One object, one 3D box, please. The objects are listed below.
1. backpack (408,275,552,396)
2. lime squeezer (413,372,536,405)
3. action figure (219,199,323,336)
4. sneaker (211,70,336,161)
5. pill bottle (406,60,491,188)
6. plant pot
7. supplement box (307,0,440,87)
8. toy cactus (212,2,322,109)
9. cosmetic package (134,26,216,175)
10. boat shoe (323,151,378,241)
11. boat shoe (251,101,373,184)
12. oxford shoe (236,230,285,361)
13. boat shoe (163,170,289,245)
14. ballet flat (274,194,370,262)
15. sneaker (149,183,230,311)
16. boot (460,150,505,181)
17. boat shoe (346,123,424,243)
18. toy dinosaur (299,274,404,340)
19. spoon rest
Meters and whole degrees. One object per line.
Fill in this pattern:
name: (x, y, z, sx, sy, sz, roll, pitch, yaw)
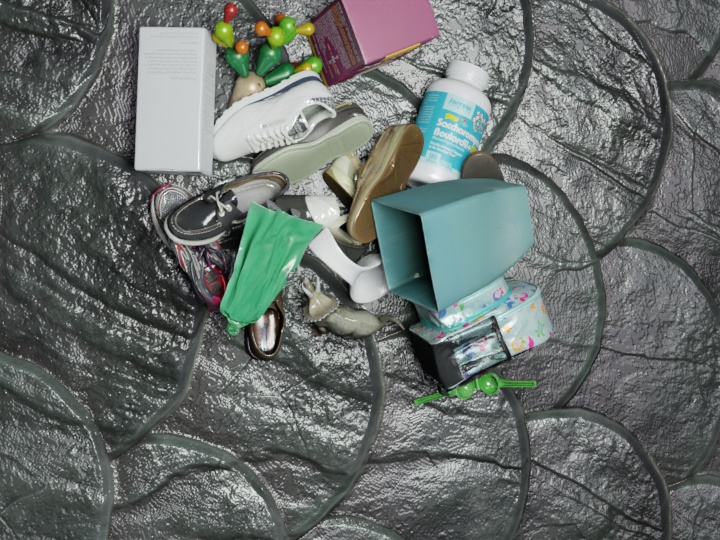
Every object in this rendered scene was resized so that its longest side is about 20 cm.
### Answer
backpack: (0.179, 0.077, 1.490, 0.196, 0.177, 0.154, -18, 99, -9)
lime squeezer: (0.185, 0.193, 1.607, 0.196, 0.071, 0.038, -10, 112, 11)
action figure: (-0.145, 0.004, 1.401, 0.116, 0.055, 0.203, 19, 107, -28)
sneaker: (-0.130, -0.213, 1.460, 0.198, 0.077, 0.081, -32, 60, 2)
pill bottle: (0.137, -0.220, 1.562, 0.109, 0.111, 0.204, 21, 83, -18)
plant pot: (0.142, -0.054, 1.437, 0.197, 0.141, 0.144, -21, 111, -25)
supplement box: (0.013, -0.353, 1.471, 0.129, 0.200, 0.105, -23, 97, -16)
toy cactus: (-0.151, -0.305, 1.465, 0.198, 0.102, 0.166, 3, 126, -53)
cosmetic package: (-0.263, -0.240, 1.427, 0.099, 0.074, 0.205, 3, 91, 7)
boat shoe: (0.030, -0.098, 1.548, 0.200, 0.073, 0.063, 44, 74, -4)
boat shoe: (-0.079, -0.191, 1.514, 0.198, 0.072, 0.061, -25, 54, -6)
oxford shoe: (-0.140, 0.032, 1.481, 0.071, 0.084, 0.205, -8, 91, -17)
boat shoe: (-0.186, -0.093, 1.425, 0.197, 0.060, 0.075, -18, 73, -34)
ballet flat: (-0.049, -0.073, 1.480, 0.068, 0.069, 0.199, -32, 146, 19)
sneaker: (-0.233, -0.036, 1.452, 0.080, 0.074, 0.202, -33, 100, -16)
boot: (0.191, -0.121, 1.560, 0.072, 0.076, 0.202, -14, 138, 7)
boat shoe: (0.027, -0.129, 1.488, 0.071, 0.064, 0.202, 47, 63, -40)
toy dinosaur: (-0.021, 0.077, 1.512, 0.197, 0.102, 0.078, 25, 82, -17)
spoon rest: (0.000, 0.000, 1.498, 0.099, 0.061, 0.199, -43, 144, 14)
